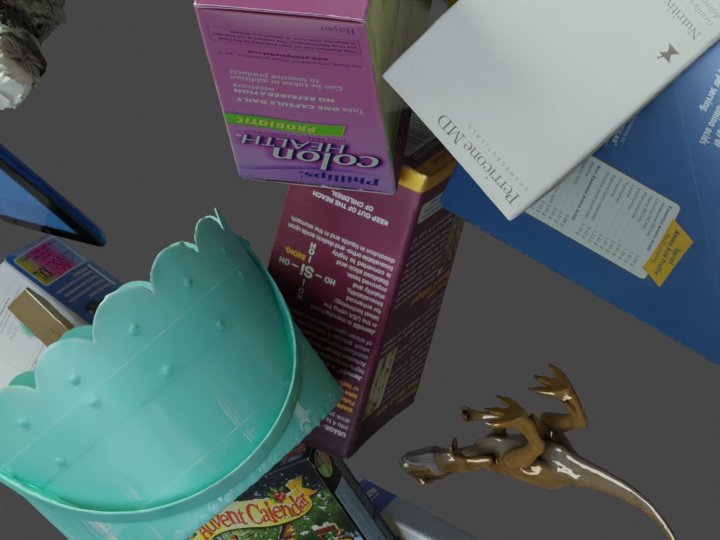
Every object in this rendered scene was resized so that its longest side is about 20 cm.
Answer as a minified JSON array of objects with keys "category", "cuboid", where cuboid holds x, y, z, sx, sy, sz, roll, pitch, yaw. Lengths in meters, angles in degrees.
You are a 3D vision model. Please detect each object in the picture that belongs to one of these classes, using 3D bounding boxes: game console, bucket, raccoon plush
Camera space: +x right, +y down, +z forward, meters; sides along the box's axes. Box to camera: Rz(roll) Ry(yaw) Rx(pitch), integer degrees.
[{"category":"game console","cuboid":[-0.282,-0.047,1.759,0.200,0.171,0.118,11,121,63]},{"category":"bucket","cuboid":[-0.118,0.077,1.643,0.207,0.207,0.135,-40,93,29]},{"category":"raccoon plush","cuboid":[-0.267,-0.133,1.767,0.097,0.200,0.134,41,112,-16]}]

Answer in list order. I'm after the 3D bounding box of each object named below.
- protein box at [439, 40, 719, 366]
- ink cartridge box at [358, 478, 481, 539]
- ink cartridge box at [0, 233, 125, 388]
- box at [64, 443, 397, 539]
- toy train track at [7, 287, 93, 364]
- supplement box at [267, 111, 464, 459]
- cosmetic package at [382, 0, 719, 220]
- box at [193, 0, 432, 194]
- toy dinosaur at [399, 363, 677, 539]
[{"category":"protein box","cuboid":[0.189,-0.087,1.605,0.200,0.135,0.199,30,117,12]},{"category":"ink cartridge box","cuboid":[0.035,0.219,1.834,0.200,0.042,0.119,26,115,10]},{"category":"ink cartridge box","cuboid":[-0.169,0.090,1.858,0.200,0.076,0.136,37,119,10]},{"category":"box","cuboid":[-0.076,0.193,1.808,0.200,0.038,0.137,-23,114,26]},{"category":"toy train track","cuboid":[-0.197,0.073,1.807,0.115,0.033,0.200,45,125,-5]},{"category":"supplement box","cuboid":[0.000,0.000,1.732,0.086,0.110,0.200,23,116,16]},{"category":"cosmetic package","cuboid":[0.122,-0.134,1.495,0.113,0.081,0.200,47,119,3]},{"category":"box","cuboid":[-0.020,-0.169,1.582,0.097,0.200,0.176,6,66,9]},{"category":"toy dinosaur","cuboid":[0.123,0.118,1.762,0.200,0.060,0.106,13,137,25]}]
